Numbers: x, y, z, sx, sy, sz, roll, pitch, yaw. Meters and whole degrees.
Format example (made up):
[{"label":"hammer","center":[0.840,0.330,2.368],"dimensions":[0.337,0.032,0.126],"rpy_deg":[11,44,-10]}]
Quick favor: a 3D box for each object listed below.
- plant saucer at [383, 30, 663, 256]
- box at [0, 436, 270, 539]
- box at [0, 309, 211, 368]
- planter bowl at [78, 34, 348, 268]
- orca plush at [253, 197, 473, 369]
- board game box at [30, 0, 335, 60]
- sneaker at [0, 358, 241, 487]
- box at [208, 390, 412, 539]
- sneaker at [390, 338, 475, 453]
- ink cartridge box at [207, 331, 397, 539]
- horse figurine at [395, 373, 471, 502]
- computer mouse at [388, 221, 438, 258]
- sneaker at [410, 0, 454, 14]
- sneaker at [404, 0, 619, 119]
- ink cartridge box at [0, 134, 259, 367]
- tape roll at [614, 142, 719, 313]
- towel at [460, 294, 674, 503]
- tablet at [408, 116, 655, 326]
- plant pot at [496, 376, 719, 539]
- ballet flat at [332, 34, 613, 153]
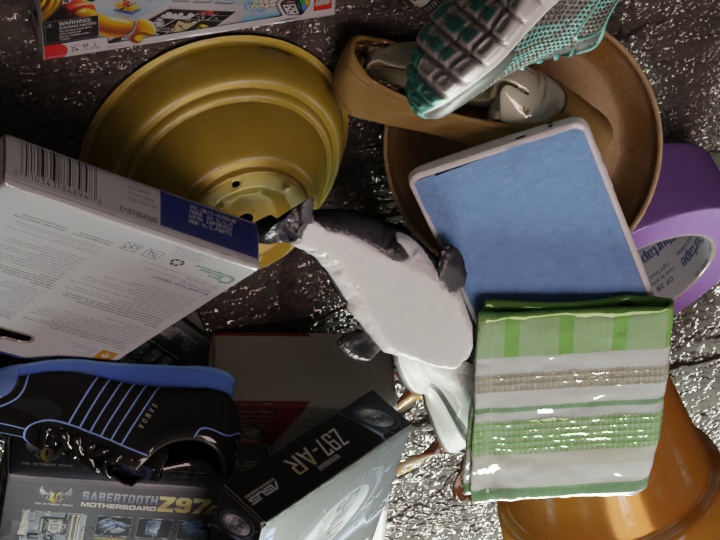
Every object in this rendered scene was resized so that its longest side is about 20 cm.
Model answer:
[{"label":"plant saucer","center":[0.116,-0.092,1.383],"dimensions":[0.199,0.035,0.201],"rpy_deg":[1,103,4]},{"label":"box","center":[-0.177,0.194,1.461],"dimensions":[0.199,0.051,0.158],"rpy_deg":[4,133,-14]},{"label":"box","center":[-0.229,0.042,1.391],"dimensions":[0.157,0.051,0.200],"rpy_deg":[-39,136,12]},{"label":"planter bowl","center":[-0.090,-0.058,1.340],"dimensions":[0.199,0.084,0.201],"rpy_deg":[-14,136,-14]},{"label":"orca plush","center":[0.000,0.000,1.346],"dimensions":[0.199,0.071,0.105],"rpy_deg":[21,111,-33]},{"label":"board game box","center":[-0.111,-0.208,1.221],"dimensions":[0.199,0.035,0.127],"rpy_deg":[-12,134,-16]},{"label":"sneaker","center":[-0.183,0.112,1.365],"dimensions":[0.199,0.078,0.070],"rpy_deg":[0,150,-11]},{"label":"box","center":[-0.050,0.201,1.429],"dimensions":[0.160,0.043,0.201],"rpy_deg":[-29,148,-40]},{"label":"sneaker","center":[0.095,0.066,1.468],"dimensions":[0.115,0.076,0.201],"rpy_deg":[-8,143,17]},{"label":"ink cartridge box","center":[-0.050,0.147,1.532],"dimensions":[0.146,0.083,0.201],"rpy_deg":[1,133,-4]},{"label":"horse figurine","center":[0.062,0.114,1.602],"dimensions":[0.132,0.050,0.200],"rpy_deg":[-33,131,12]},{"label":"computer mouse","center":[0.090,-0.036,1.473],"dimensions":[0.199,0.044,0.110],"rpy_deg":[-24,153,-7]},{"label":"sneaker","center":[0.125,-0.200,1.318],"dimensions":[0.200,0.067,0.108],"rpy_deg":[12,121,-28]},{"label":"sneaker","center":[0.118,-0.162,1.256],"dimensions":[0.200,0.078,0.091],"rpy_deg":[-42,130,14]},{"label":"ink cartridge box","center":[-0.202,-0.004,1.274],"dimensions":[0.196,0.044,0.200],"rpy_deg":[19,145,-37]},{"label":"tape roll","center":[0.200,-0.013,1.496],"dimensions":[0.199,0.066,0.200],"rpy_deg":[-21,153,-11]},{"label":"towel","center":[0.153,0.095,1.434],"dimensions":[0.148,0.031,0.201],"rpy_deg":[-3,132,-4]},{"label":"tablet","center":[0.126,-0.016,1.355],"dimensions":[0.129,0.014,0.200],"rpy_deg":[-17,130,13]},{"label":"plant pot","center":[0.201,0.148,1.615],"dimensions":[0.199,0.200,0.184],"rpy_deg":[-21,121,-6]},{"label":"ballet flat","center":[0.078,-0.120,1.321],"dimensions":[0.199,0.069,0.063],"rpy_deg":[9,141,3]}]
